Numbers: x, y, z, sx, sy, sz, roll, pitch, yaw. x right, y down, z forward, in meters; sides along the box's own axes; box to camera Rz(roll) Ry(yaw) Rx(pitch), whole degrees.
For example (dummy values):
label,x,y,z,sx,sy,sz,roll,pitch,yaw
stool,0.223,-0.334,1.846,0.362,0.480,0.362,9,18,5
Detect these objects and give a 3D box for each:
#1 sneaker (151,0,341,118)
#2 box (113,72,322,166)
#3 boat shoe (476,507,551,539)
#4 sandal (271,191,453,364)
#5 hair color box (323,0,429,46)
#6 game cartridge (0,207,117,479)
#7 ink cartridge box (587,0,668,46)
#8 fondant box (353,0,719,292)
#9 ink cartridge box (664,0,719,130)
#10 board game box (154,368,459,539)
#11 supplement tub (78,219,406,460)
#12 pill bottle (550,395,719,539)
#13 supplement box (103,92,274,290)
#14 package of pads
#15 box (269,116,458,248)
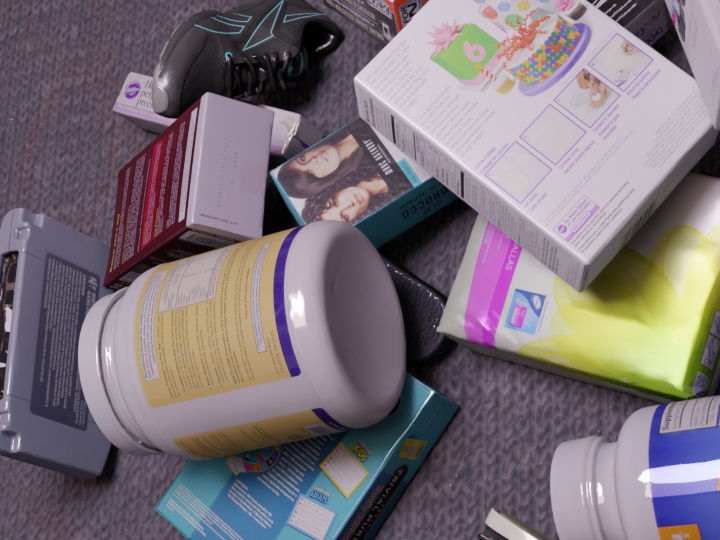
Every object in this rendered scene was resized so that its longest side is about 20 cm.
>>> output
label,x,y,z,sx,sy,sz,roll,pitch,yaw
sneaker,-0.092,-0.177,1.158,0.079,0.076,0.200,26,44,20
box,-0.124,-0.127,1.214,0.200,0.041,0.039,18,79,35
boat shoe,0.142,0.231,0.911,0.199,0.074,0.066,34,92,35
sandal,0.000,0.001,1.107,0.076,0.043,0.200,-49,62,14
hair color box,0.072,-0.257,1.101,0.200,0.061,0.101,-38,54,-18
game cartridge,-0.246,0.063,1.164,0.041,0.133,0.201,-10,66,26
ink cartridge box,0.118,-0.145,1.021,0.200,0.044,0.094,-41,55,-11
fondant box,0.116,-0.105,0.939,0.200,0.058,0.144,40,78,15
ink cartridge box,0.256,-0.195,0.912,0.115,0.068,0.201,-10,56,0
board game box,-0.042,0.141,1.068,0.151,0.047,0.200,34,90,35
supplement tub,-0.083,0.055,1.009,0.199,0.145,0.146,-14,65,25
pill bottle,0.224,0.133,0.876,0.199,0.112,0.112,-13,66,26
supplement box,-0.140,-0.053,1.135,0.200,0.061,0.109,-25,56,58
package of pads,0.169,-0.001,0.988,0.200,0.068,0.155,15,81,33
box,0.039,-0.087,1.073,0.200,0.049,0.082,-32,60,-4
